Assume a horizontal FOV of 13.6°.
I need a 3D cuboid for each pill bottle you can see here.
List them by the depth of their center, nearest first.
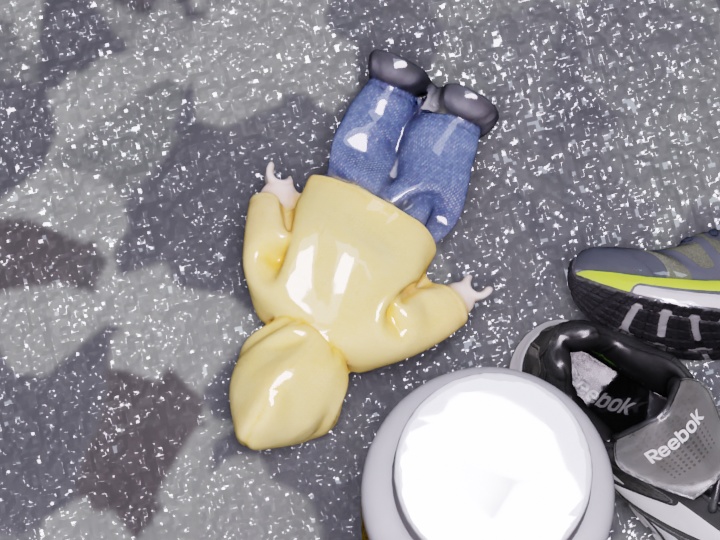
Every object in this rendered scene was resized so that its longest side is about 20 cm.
[{"bbox_3d":[0.055,0.106,1.341,0.112,0.200,0.114,0,77,0],"label":"pill bottle"}]

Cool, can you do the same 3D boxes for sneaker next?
[{"bbox_3d":[0.152,0.091,1.400,0.200,0.091,0.067,40,81,8],"label":"sneaker"},{"bbox_3d":[0.196,-0.006,1.440,0.199,0.074,0.081,-1,68,-6],"label":"sneaker"}]

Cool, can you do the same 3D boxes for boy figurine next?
[{"bbox_3d":[0.000,0.000,1.436,0.124,0.064,0.201,23,79,5],"label":"boy figurine"}]
